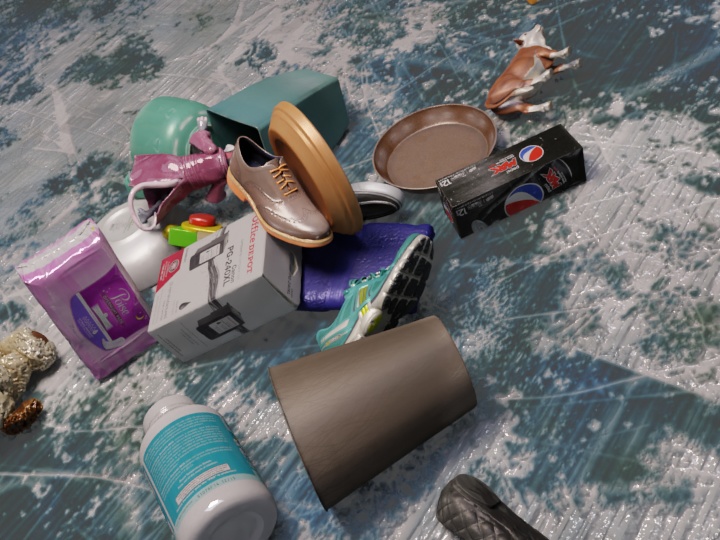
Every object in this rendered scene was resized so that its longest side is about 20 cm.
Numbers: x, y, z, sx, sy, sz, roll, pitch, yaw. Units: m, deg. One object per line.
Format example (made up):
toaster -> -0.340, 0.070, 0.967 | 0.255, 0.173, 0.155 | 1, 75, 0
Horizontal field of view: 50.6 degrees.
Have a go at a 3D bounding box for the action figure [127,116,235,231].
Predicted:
action figure -> -0.267, -0.159, 1.191 | 0.198, 0.135, 0.149 | -20, 15, 1

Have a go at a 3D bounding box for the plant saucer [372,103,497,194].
plant saucer -> 0.117, -0.185, 1.188 | 0.198, 0.035, 0.202 | -12, 44, 12

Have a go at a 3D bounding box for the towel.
towel -> 0.000, 0.000, 1.056 | 0.197, 0.050, 0.149 | 0, 53, 25

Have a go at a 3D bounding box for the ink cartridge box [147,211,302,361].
ink cartridge box -> -0.185, 0.017, 1.060 | 0.198, 0.083, 0.146 | -26, 40, 20

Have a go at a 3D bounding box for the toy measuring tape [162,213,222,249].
toy measuring tape -> -0.212, -0.047, 1.188 | 0.197, 0.074, 0.074 | 9, 50, 9

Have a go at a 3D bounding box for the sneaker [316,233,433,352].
sneaker -> 0.015, 0.032, 0.950 | 0.080, 0.077, 0.201 | 40, 94, 33

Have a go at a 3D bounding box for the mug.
mug -> -0.307, -0.200, 1.313 | 0.113, 0.151, 0.188 | 16, 90, 31

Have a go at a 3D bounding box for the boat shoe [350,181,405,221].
boat shoe -> -0.028, -0.088, 1.143 | 0.197, 0.069, 0.057 | -2, 63, 25

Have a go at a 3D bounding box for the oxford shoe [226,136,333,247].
oxford shoe -> -0.110, -0.104, 1.015 | 0.199, 0.073, 0.071 | 39, 49, 24

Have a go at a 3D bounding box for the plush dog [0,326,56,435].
plush dog -> -0.541, 0.163, 1.067 | 0.162, 0.199, 0.172 | -59, 34, 11

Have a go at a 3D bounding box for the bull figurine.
bull figurine -> 0.275, -0.319, 1.219 | 0.120, 0.065, 0.201 | 6, 53, 44

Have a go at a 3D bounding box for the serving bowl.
serving bowl -> -0.374, -0.055, 1.255 | 0.197, 0.066, 0.202 | -13, 44, 13

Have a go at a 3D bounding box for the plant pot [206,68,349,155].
plant pot -> -0.122, -0.244, 1.281 | 0.140, 0.142, 0.200 | 25, 55, 39

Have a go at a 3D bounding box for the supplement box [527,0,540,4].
supplement box -> 0.382, -0.595, 1.398 | 0.198, 0.127, 0.074 | -23, 42, 2

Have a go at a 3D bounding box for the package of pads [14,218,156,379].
package of pads -> -0.373, 0.041, 1.065 | 0.120, 0.201, 0.076 | -35, 39, -17

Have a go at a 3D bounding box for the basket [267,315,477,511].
basket -> 0.017, 0.142, 0.853 | 0.198, 0.137, 0.181 | -25, 47, -6

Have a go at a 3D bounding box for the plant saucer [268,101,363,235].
plant saucer -> -0.067, -0.129, 1.023 | 0.037, 0.201, 0.200 | -34, 44, -11

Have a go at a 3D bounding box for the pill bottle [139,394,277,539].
pill bottle -> -0.182, 0.229, 0.866 | 0.110, 0.111, 0.200 | -35, 45, -11

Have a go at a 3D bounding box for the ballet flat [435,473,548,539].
ballet flat -> 0.149, 0.277, 0.732 | 0.066, 0.057, 0.200 | 2, 28, -40

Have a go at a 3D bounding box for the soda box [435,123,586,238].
soda box -> 0.211, -0.125, 1.069 | 0.198, 0.064, 0.071 | -25, 44, 0
